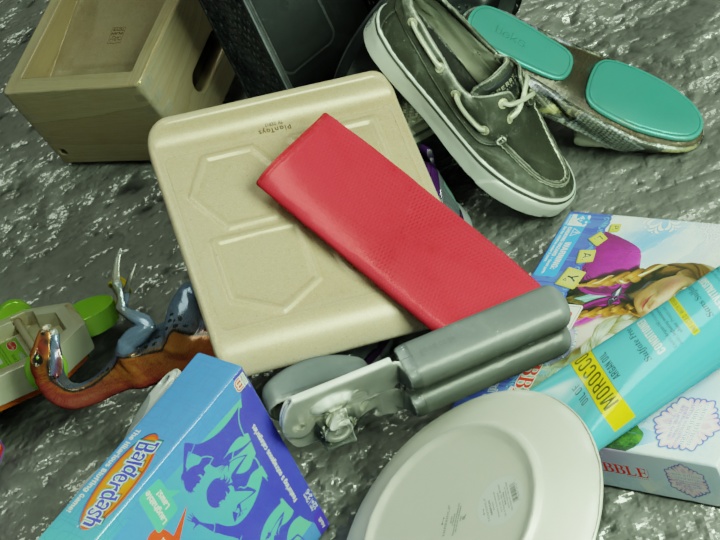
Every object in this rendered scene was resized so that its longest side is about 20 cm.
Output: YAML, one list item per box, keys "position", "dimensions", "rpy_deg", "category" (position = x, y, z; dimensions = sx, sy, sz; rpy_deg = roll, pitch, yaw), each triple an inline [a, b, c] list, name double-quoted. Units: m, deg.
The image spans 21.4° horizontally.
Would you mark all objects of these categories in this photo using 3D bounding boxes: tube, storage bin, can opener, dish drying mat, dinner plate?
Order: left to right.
- position: [-0.038, -0.206, 1.536]
  dimensions: [0.135, 0.201, 0.094]
  rpy_deg: [-40, 39, -17]
  category: "storage bin"
- position: [0.026, -0.023, 1.279]
  dimensions: [0.200, 0.018, 0.077]
  rpy_deg: [40, 65, 16]
  category: "dish drying mat"
- position: [0.034, 0.053, 1.205]
  dimensions: [0.198, 0.054, 0.067]
  rpy_deg: [-22, 51, -10]
  category: "can opener"
- position: [0.058, 0.156, 1.144]
  dimensions: [0.199, 0.024, 0.202]
  rpy_deg: [-27, 42, 27]
  category: "dinner plate"
- position: [0.185, 0.051, 1.159]
  dimensions: [0.199, 0.051, 0.078]
  rpy_deg: [-35, 31, 4]
  category: "tube"

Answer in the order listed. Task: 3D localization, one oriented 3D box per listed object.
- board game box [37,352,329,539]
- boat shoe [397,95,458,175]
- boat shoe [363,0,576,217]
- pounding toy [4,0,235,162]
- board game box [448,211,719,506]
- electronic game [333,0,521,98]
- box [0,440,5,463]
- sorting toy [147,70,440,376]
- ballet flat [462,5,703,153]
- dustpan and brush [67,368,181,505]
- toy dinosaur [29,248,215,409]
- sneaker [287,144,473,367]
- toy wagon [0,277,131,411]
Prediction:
- position: [-0.116, 0.176, 1.171]
  dimensions: [0.045, 0.153, 0.200]
  rpy_deg: [14, 53, 41]
  category: "board game box"
- position: [0.088, -0.122, 1.478]
  dimensions: [0.199, 0.063, 0.074]
  rpy_deg: [-30, 32, -30]
  category: "boat shoe"
- position: [0.089, -0.120, 1.362]
  dimensions: [0.064, 0.200, 0.071]
  rpy_deg: [-34, 17, 48]
  category: "boat shoe"
- position: [-0.172, -0.194, 1.688]
  dimensions: [0.183, 0.142, 0.201]
  rpy_deg: [1, 55, 33]
  category: "pounding toy"
- position: [0.184, 0.050, 1.227]
  dimensions: [0.198, 0.041, 0.201]
  rpy_deg: [6, 49, 36]
  category: "board game box"
- position: [0.055, -0.185, 1.477]
  dimensions: [0.199, 0.200, 0.042]
  rpy_deg: [-39, 70, -15]
  category: "electronic game"
- position: [-0.370, 0.188, 1.408]
  dimensions: [0.198, 0.039, 0.138]
  rpy_deg: [-14, 37, 17]
  category: "box"
- position: [-0.036, -0.033, 1.310]
  dimensions: [0.183, 0.037, 0.202]
  rpy_deg: [-14, 63, -13]
  category: "sorting toy"
- position: [0.159, -0.131, 1.419]
  dimensions: [0.199, 0.072, 0.072]
  rpy_deg: [26, 53, 4]
  category: "ballet flat"
- position: [-0.162, 0.156, 1.224]
  dimensions: [0.201, 0.057, 0.140]
  rpy_deg: [-51, 22, 1]
  category: "dustpan and brush"
- position: [-0.145, 0.049, 1.338]
  dimensions: [0.181, 0.105, 0.200]
  rpy_deg: [-37, 29, -2]
  category: "toy dinosaur"
- position: [0.000, 0.000, 1.362]
  dimensions: [0.074, 0.088, 0.200]
  rpy_deg: [11, 51, 40]
  category: "sneaker"
- position: [-0.263, 0.064, 1.462]
  dimensions: [0.198, 0.040, 0.155]
  rpy_deg: [-24, 20, -13]
  category: "toy wagon"
